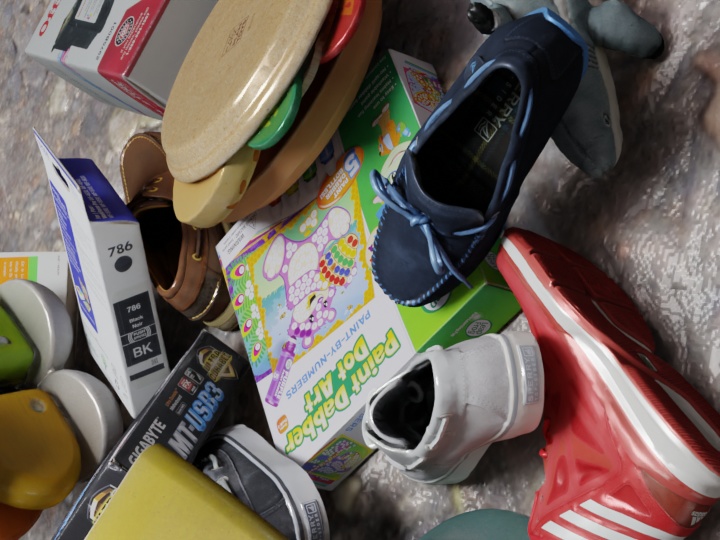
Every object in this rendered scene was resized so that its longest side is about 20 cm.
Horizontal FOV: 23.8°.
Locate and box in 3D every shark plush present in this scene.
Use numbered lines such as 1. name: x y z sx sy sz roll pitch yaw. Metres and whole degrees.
1. shark plush: 0.086 -0.147 0.919 0.091 0.201 0.083 -19 19 36

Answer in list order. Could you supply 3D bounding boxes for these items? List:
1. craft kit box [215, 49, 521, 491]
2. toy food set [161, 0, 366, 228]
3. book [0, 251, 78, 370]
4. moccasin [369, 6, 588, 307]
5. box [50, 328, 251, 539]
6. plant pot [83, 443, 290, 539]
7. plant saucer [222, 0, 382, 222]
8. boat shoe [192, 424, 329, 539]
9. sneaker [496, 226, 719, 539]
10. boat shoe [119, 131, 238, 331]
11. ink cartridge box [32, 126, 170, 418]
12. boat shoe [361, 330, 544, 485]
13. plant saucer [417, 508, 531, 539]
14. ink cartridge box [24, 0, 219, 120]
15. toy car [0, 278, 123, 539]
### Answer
1. craft kit box: 0.000 0.000 1.069 0.200 0.048 0.198 -47 48 30
2. toy food set: -0.060 -0.136 1.082 0.198 0.049 0.201 -43 27 36
3. book: -0.324 0.055 1.338 0.048 0.199 0.134 79 -169 -74
4. moccasin: 0.046 -0.054 0.902 0.080 0.068 0.201 35 130 14
5. box: -0.162 0.158 1.118 0.199 0.050 0.200 -55 4 25
6. plant pot: -0.051 0.239 0.846 0.176 0.200 0.201 20 68 32
7. plant saucer: -0.045 -0.120 1.134 0.200 0.032 0.201 -46 27 31
8. boat shoe: -0.083 0.145 1.056 0.200 0.067 0.072 -164 63 -68
9. sneaker: 0.104 0.073 0.889 0.116 0.078 0.200 -54 41 21
10. boat shoe: -0.136 -0.039 1.227 0.072 0.067 0.200 -54 42 23
11. ink cartridge box: -0.178 -0.002 1.200 0.099 0.039 0.201 48 153 48
12. boat shoe: 0.036 0.078 0.923 0.200 0.068 0.072 149 120 -72
13. plant saucer: 0.051 0.227 0.929 0.199 0.036 0.201 -21 62 45
14. ink cartridge box: -0.150 -0.193 1.254 0.200 0.083 0.146 20 82 57
15. toy car: -0.286 0.106 1.240 0.150 0.175 0.201 -48 65 35
